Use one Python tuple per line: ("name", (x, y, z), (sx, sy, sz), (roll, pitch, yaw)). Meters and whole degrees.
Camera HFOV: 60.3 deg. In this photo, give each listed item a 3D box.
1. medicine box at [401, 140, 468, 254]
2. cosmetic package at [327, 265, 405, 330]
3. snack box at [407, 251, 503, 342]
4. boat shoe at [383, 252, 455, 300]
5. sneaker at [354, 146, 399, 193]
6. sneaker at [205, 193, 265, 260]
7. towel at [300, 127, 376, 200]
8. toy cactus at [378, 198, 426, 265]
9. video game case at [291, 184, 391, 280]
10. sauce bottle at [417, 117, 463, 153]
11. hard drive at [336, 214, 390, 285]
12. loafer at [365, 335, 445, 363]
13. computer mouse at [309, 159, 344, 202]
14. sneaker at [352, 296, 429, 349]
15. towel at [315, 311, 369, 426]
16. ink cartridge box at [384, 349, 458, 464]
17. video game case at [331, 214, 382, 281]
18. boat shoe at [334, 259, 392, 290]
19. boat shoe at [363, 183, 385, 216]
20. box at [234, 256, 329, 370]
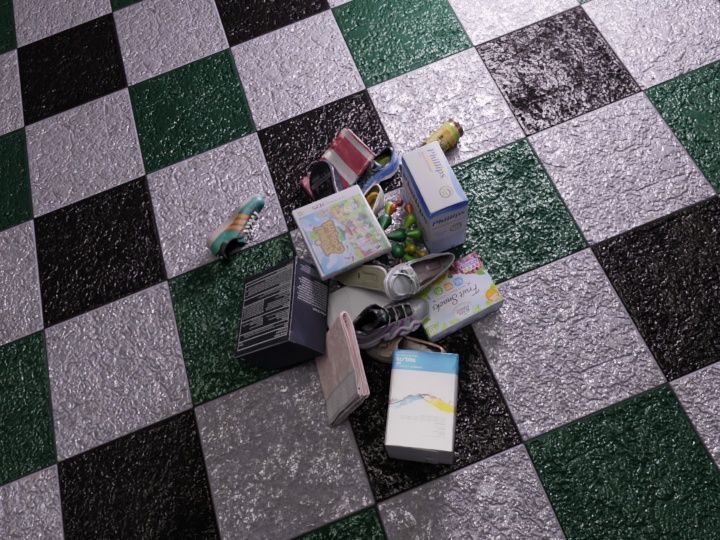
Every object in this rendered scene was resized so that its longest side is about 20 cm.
("medicine box", (0.179, -0.172, 1.516), (0.101, 0.201, 0.186), (-21, 63, -4))
("cosmetic package", (0.005, 0.083, 1.490), (0.196, 0.075, 0.103), (-23, 56, -5))
("snack box", (0.221, 0.064, 1.481), (0.196, 0.053, 0.144), (-26, 64, -4))
("boat shoe", (0.134, 0.007, 1.413), (0.199, 0.064, 0.076), (-22, 87, -36))
("sneaker", (0.021, -0.255, 1.642), (0.078, 0.090, 0.200), (37, 77, 23))
("sneaker", (-0.313, -0.110, 1.640), (0.080, 0.072, 0.201), (39, 81, 18))
("towel", (-0.063, -0.266, 1.646), (0.201, 0.023, 0.144), (-49, 56, 10))
("toy cactus", (0.073, -0.083, 1.518), (0.161, 0.103, 0.205), (-8, 69, -21))
("video game case", (-0.046, -0.094, 1.459), (0.178, 0.022, 0.203), (-23, 61, -10))
("sauce bottle", (0.193, -0.323, 1.663), (0.064, 0.065, 0.200), (40, 78, 23))
("hard drive", (-0.009, -0.073, 1.571), (0.136, 0.033, 0.205), (-13, 64, 2))
("loafer", (0.104, 0.178, 1.439), (0.194, 0.063, 0.074), (8, 67, 12))
("computer mouse", (-0.082, -0.186, 1.586), (0.137, 0.052, 0.205), (-28, 60, 33))
("sneaker", (0.064, 0.105, 1.381), (0.196, 0.140, 0.079), (-29, 68, -3))
("towel", (-0.048, 0.222, 1.376), (0.031, 0.201, 0.195), (-1, 60, -26))
("ink cartridge box", (0.135, 0.295, 1.333), (0.141, 0.148, 0.205), (3, 64, 9))
("video game case", (-0.026, -0.065, 1.599), (0.139, 0.018, 0.205), (12, 68, 14))
("boat shoe", (0.000, 0.000, 1.476), (0.197, 0.067, 0.074), (18, 110, 36))
("boat shoe", (-0.003, -0.130, 1.540), (0.070, 0.070, 0.202), (29, 72, 20))
("box", (-0.180, 0.106, 1.440), (0.197, 0.122, 0.204), (-20, 55, 38))
